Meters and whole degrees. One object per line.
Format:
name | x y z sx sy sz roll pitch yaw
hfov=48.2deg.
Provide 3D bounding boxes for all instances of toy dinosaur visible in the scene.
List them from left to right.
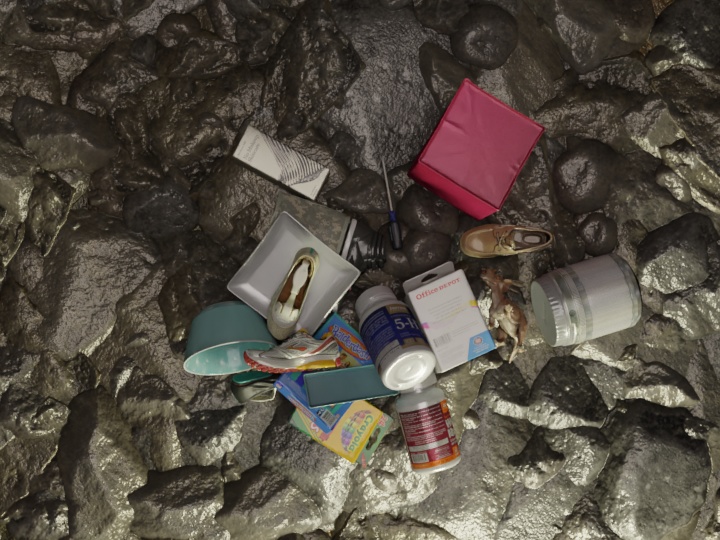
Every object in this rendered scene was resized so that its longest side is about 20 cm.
toy dinosaur | 0.322 0.094 1.728 0.085 0.136 0.202 -12 115 32

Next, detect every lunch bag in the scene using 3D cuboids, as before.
lunch bag | -0.122 -0.050 1.685 0.162 0.118 0.203 19 91 -4

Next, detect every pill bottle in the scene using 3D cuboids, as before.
pill bottle | 0.063 0.132 1.648 0.118 0.120 0.201 -25 49 -4
pill bottle | 0.136 0.313 1.688 0.108 0.110 0.203 -14 89 -4

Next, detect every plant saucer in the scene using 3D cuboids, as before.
plant saucer | -0.020 0.233 1.636 0.197 0.019 0.071 -6 71 -21

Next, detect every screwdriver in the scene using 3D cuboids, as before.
screwdriver | 0.065 -0.145 1.740 0.027 0.029 0.204 -9 93 -4

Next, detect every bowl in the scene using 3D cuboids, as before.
bowl | -0.269 0.132 1.647 0.197 0.201 0.107 -11 69 -4

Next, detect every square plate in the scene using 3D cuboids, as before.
square plate | -0.134 0.017 1.615 0.199 0.028 0.199 38 101 -7

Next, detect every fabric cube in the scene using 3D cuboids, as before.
fabric cube | 0.233 -0.245 1.672 0.195 0.199 0.202 32 86 0

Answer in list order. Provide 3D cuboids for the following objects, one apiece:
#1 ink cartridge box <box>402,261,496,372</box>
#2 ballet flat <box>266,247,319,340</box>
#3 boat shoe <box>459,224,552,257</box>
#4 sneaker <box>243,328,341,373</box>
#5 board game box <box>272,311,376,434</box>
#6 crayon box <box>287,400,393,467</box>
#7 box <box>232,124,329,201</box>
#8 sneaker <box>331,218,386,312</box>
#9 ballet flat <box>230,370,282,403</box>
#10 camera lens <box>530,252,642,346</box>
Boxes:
ink cartridge box | 0.178 0.096 1.686 0.127 0.125 0.203 -22 83 -5
ballet flat | -0.137 0.048 1.575 0.066 0.062 0.203 20 102 -4
boat shoe | 0.313 -0.069 1.736 0.196 0.065 0.073 -6 88 -4
sneaker | -0.137 0.159 1.591 0.197 0.078 0.084 -1 80 -26
board game box | -0.061 0.210 1.666 0.152 0.045 0.200 42 62 0
crayon box | -0.040 0.316 1.708 0.198 0.051 0.128 31 86 -2
box | -0.167 -0.224 1.713 0.198 0.068 0.083 27 86 -2
sneaker | 0.000 0.000 1.713 0.098 0.071 0.203 16 87 -3
ballet flat | -0.177 0.232 1.695 0.197 0.068 0.070 -13 112 -17
camera lens | 0.476 0.062 1.692 0.197 0.160 0.163 -16 89 -4
